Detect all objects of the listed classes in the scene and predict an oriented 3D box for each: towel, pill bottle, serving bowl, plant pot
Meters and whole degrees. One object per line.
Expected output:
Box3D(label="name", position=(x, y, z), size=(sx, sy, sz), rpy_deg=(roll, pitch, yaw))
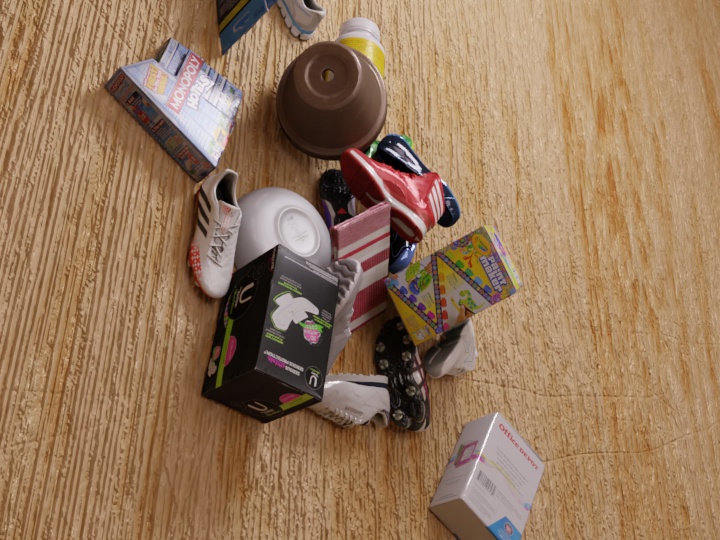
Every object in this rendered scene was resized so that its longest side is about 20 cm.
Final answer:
Box3D(label="towel", position=(0.000, 0.000, 1.543), size=(0.143, 0.022, 0.204), rpy_deg=(-28, 128, -45))
Box3D(label="pill bottle", position=(-0.009, -0.372, 1.751), size=(0.110, 0.111, 0.203), rpy_deg=(26, 53, -31))
Box3D(label="serving bowl", position=(-0.117, -0.050, 1.513), size=(0.198, 0.065, 0.204), rpy_deg=(22, 54, -33))
Box3D(label="plant pot", position=(-0.052, -0.302, 1.567), size=(0.196, 0.175, 0.205), rpy_deg=(0, 83, 2))

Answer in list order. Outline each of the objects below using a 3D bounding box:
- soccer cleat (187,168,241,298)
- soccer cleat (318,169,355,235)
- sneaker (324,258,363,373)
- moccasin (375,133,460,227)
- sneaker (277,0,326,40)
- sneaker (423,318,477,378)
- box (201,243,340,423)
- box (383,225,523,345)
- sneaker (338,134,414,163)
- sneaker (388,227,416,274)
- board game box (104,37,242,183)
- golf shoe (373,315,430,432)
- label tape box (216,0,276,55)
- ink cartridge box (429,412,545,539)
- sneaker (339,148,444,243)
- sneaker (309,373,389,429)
Box3D(label="soccer cleat", position=(-0.214, -0.059, 1.411), size=(0.068, 0.085, 0.204), rpy_deg=(18, 57, -35))
Box3D(label="soccer cleat", position=(-0.037, -0.091, 1.622), size=(0.067, 0.074, 0.202), rpy_deg=(-1, 49, -17))
Box3D(label="sneaker", position=(-0.047, 0.077, 1.470), size=(0.081, 0.074, 0.203), rpy_deg=(22, 96, -50))
Box3D(label="moccasin", position=(0.094, -0.149, 1.678), size=(0.200, 0.080, 0.068), rpy_deg=(45, 42, 0))
Box3D(label="sneaker", position=(-0.131, -0.538, 1.744), size=(0.201, 0.086, 0.075), rpy_deg=(52, 45, -7))
Box3D(label="sneaker", position=(0.171, 0.153, 1.656), size=(0.082, 0.069, 0.200), rpy_deg=(66, 28, -7))
Box3D(label="box", position=(-0.128, 0.095, 1.363), size=(0.123, 0.148, 0.203), rpy_deg=(29, 52, -30))
Box3D(label="box", position=(0.164, 0.021, 1.596), size=(0.124, 0.190, 0.200), rpy_deg=(63, 12, 4))
Box3D(label="sneaker", position=(0.033, -0.219, 1.737), size=(0.199, 0.073, 0.085), rpy_deg=(-38, 99, -47))
Box3D(label="sneaker", position=(0.060, -0.082, 1.700), size=(0.077, 0.070, 0.202), rpy_deg=(33, 43, -23))
Box3D(label="board game box", position=(-0.290, -0.277, 1.473), size=(0.199, 0.061, 0.203), rpy_deg=(36, 48, -25))
Box3D(label="golf shoe", position=(0.075, 0.177, 1.585), size=(0.088, 0.076, 0.204), rpy_deg=(42, 36, -56))
Box3D(label="label tape box", position=(-0.187, -0.485, 1.618), size=(0.065, 0.142, 0.204), rpy_deg=(9, 62, -39))
Box3D(label="ink cartridge box", position=(0.221, 0.367, 1.598), size=(0.145, 0.084, 0.201), rpy_deg=(48, 46, -14))
Box3D(label="sneaker", position=(0.062, -0.149, 1.605), size=(0.200, 0.078, 0.115), rpy_deg=(48, 58, 1))
Box3D(label="sneaker", position=(-0.028, 0.206, 1.462), size=(0.197, 0.076, 0.082), rpy_deg=(7, 73, -39))
